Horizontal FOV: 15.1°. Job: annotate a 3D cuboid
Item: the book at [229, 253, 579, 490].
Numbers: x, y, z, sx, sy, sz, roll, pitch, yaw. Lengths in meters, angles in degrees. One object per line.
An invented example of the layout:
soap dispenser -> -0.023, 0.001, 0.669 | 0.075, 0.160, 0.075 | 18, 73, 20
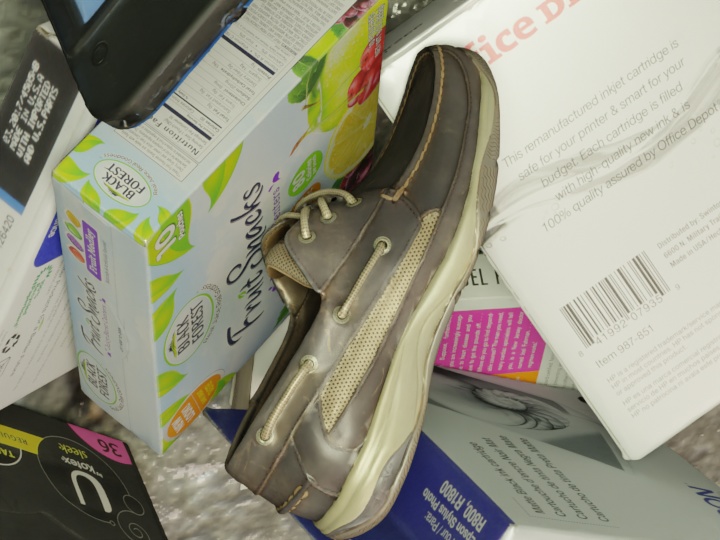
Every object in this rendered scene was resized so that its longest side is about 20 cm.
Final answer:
book -> 0.044, 0.041, 1.254 | 0.199, 0.048, 0.134 | -2, 145, -10

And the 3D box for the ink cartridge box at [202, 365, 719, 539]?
ink cartridge box -> 0.057, 0.088, 1.140 | 0.199, 0.200, 0.041 | 9, 105, -26

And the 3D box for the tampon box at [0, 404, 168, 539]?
tampon box -> -0.200, 0.167, 1.239 | 0.149, 0.127, 0.200 | 23, 117, -42

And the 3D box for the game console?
game console -> -0.093, -0.180, 0.898 | 0.118, 0.200, 0.171 | 24, 118, -40

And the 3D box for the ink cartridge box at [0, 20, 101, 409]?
ink cartridge box -> -0.095, -0.041, 1.121 | 0.200, 0.047, 0.198 | -35, 157, -55

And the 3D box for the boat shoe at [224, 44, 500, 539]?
boat shoe -> 0.000, 0.000, 1.047 | 0.073, 0.201, 0.074 | 20, 163, -12

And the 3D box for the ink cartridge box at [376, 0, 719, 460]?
ink cartridge box -> 0.112, -0.047, 1.150 | 0.145, 0.084, 0.200 | -35, 101, 4

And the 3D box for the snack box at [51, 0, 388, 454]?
snack box -> -0.055, -0.027, 1.089 | 0.142, 0.053, 0.200 | -46, 164, -21
